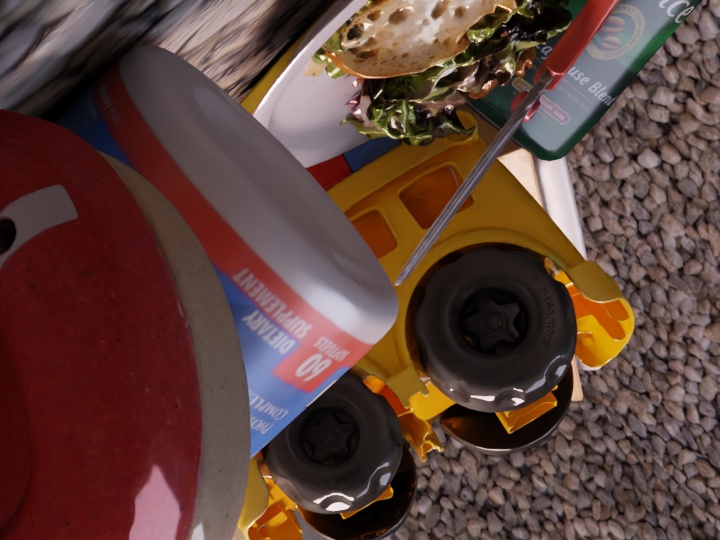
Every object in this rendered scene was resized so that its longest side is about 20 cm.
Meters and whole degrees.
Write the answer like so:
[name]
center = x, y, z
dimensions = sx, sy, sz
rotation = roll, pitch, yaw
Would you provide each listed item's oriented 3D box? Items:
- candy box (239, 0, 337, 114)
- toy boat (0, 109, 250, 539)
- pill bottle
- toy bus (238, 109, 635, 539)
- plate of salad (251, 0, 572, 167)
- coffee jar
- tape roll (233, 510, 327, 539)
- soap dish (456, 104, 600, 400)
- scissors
[candy box]
center = 0.035, -0.133, 0.810
dimensions = 0.200, 0.026, 0.102
rotation = -43, 175, 35
[toy boat]
center = -0.124, 0.048, 0.444
dimensions = 0.200, 0.131, 0.131
rotation = -43, 150, 19
[pill bottle]
center = -0.095, 0.039, 0.580
dimensions = 0.200, 0.112, 0.112
rotation = -43, 179, 9
[toy bus]
center = -0.003, 0.013, 0.907
dimensions = 0.200, 0.192, 0.136
rotation = -33, 165, -4
[plate of salad]
center = 0.040, -0.092, 0.771
dimensions = 0.200, 0.048, 0.200
rotation = -36, 169, -8
[coffee jar]
center = 0.120, -0.151, 0.898
dimensions = 0.200, 0.104, 0.085
rotation = -45, -145, 16
[tape roll]
center = -0.110, 0.138, 1.015
dimensions = 0.203, 0.139, 0.203
rotation = -34, -145, 29
[soap dish]
center = 0.079, -0.035, 1.193
dimensions = 0.081, 0.200, 0.157
rotation = -18, -141, -2
[scissors]
center = 0.074, -0.079, 0.792
dimensions = 0.200, 0.014, 0.073
rotation = -51, 178, -26
